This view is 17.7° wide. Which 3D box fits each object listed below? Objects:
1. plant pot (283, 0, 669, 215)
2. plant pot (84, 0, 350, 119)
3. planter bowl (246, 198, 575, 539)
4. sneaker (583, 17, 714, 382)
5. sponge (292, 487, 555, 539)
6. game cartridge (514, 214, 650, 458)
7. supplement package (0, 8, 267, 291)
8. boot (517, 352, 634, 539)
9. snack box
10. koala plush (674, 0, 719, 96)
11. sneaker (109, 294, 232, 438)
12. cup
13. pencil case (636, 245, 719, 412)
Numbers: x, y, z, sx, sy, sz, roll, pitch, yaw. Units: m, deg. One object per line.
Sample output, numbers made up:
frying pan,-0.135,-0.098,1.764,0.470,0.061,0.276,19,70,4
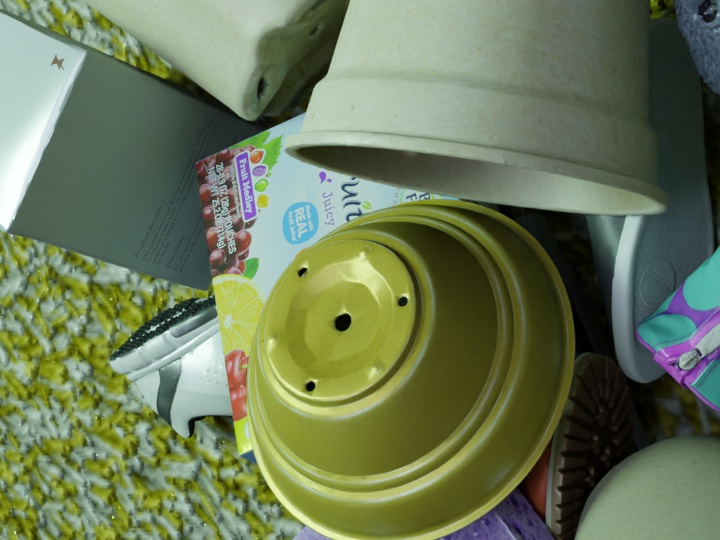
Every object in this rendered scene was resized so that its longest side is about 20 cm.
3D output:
plant pot,0.072,-0.135,1.188,0.200,0.200,0.184,5,85,39
plant pot,-0.085,-0.197,1.382,0.183,0.200,0.201,44,120,15
planter bowl,0.007,0.040,1.225,0.200,0.083,0.201,-11,64,24
sneaker,0.139,-0.041,1.294,0.099,0.071,0.201,7,101,49
sponge,0.024,0.168,1.313,0.112,0.030,0.200,52,135,12
game cartridge,0.097,0.082,1.358,0.130,0.038,0.201,-35,73,41
supplement package,-0.169,-0.076,1.436,0.117,0.200,0.117,28,94,34
boot,0.090,0.130,1.302,0.107,0.075,0.201,24,116,34
snack box,0.000,0.000,1.340,0.168,0.068,0.201,-22,60,21
koala plush,0.223,-0.165,1.148,0.183,0.178,0.201,12,113,-6
sneaker,-0.066,0.043,1.475,0.200,0.074,0.080,-26,103,36
cup,0.186,0.171,1.210,0.201,0.200,0.144,-55,37,29
pencil case,0.234,-0.010,1.195,0.085,0.092,0.200,45,119,14
